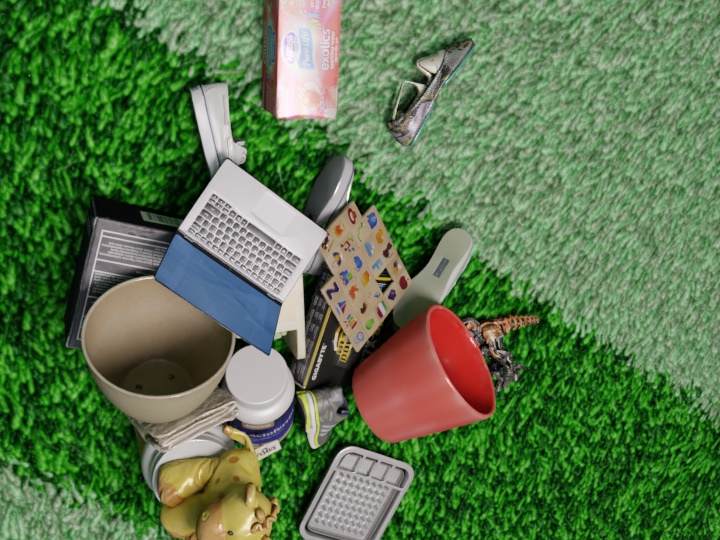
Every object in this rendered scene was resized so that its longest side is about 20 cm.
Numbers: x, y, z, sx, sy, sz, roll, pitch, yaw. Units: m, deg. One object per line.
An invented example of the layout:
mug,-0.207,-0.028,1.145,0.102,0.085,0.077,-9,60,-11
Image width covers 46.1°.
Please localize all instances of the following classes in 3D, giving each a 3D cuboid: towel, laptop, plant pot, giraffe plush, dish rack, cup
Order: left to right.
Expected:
cup,-0.277,0.128,1.163,0.198,0.201,0.144,-5,141,-19
towel,-0.276,0.197,1.261,0.132,0.200,0.035,-24,119,-26
giraffe plush,-0.178,0.336,1.180,0.200,0.162,0.173,-39,117,-3
laptop,-0.157,-0.023,1.169,0.187,0.116,0.201,36,82,-17
dish rack,-0.012,0.417,1.564,0.171,0.044,0.201,23,99,-27
plant pot,0.096,0.183,1.383,0.177,0.201,0.201,-31,120,23

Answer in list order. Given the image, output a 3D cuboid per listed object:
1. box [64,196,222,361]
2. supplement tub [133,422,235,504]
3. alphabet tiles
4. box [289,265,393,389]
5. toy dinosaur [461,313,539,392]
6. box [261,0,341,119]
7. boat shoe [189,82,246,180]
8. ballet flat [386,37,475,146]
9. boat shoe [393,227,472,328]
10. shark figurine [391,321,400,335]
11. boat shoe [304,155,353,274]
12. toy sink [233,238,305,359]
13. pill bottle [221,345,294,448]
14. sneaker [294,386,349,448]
box,-0.321,0.016,1.261,0.198,0.123,0.200,12,104,-24
supplement tub,-0.275,0.270,1.325,0.143,0.200,0.146,-7,111,-18
alphabet tiles,0.000,0.000,1.338,0.167,0.008,0.201,-49,126,-31
box,-0.024,0.095,1.408,0.159,0.049,0.202,4,109,-51
toy dinosaur,0.235,0.139,1.535,0.199,0.102,0.137,-23,99,12
box,-0.088,-0.328,1.239,0.094,0.103,0.202,-4,111,-19
boat shoe,-0.202,-0.179,1.265,0.065,0.074,0.202,-15,114,-10
ballet flat,0.105,-0.296,1.344,0.072,0.072,0.201,31,94,-27
boat shoe,0.132,0.022,1.456,0.201,0.070,0.072,-54,156,-4
shark figurine,0.098,0.207,1.516,0.127,0.089,0.217,13,97,11
boat shoe,-0.049,-0.086,1.356,0.065,0.074,0.201,13,113,-33
toy sink,-0.159,0.034,1.326,0.111,0.130,0.202,-8,112,-17
pill bottle,-0.161,0.199,1.338,0.115,0.116,0.200,-18,155,-14
sneaker,-0.058,0.245,1.419,0.080,0.200,0.074,-15,69,-5
